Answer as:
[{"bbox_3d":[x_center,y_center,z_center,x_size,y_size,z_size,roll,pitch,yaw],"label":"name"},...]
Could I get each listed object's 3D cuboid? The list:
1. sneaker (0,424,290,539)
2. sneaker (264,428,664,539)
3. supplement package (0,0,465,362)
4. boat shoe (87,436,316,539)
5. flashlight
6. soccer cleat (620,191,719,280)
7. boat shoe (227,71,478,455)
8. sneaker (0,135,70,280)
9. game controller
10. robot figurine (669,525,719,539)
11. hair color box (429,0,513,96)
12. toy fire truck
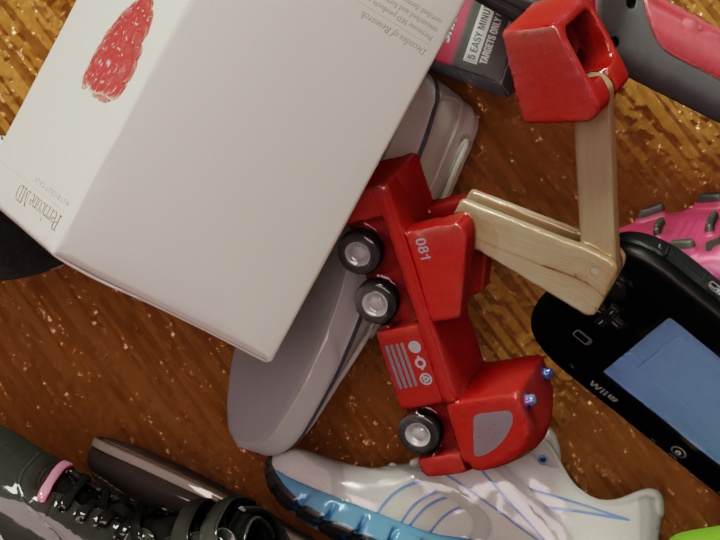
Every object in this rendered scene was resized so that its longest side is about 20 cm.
[{"bbox_3d":[-0.102,0.118,1.055,0.200,0.071,0.099,44,118,-5],"label":"sneaker"},{"bbox_3d":[0.053,0.108,1.105,0.198,0.075,0.087,18,82,2],"label":"sneaker"},{"bbox_3d":[-0.060,-0.085,1.008,0.119,0.121,0.201,27,92,-30],"label":"supplement package"},{"bbox_3d":[-0.052,0.145,1.114,0.199,0.067,0.057,26,88,4],"label":"boat shoe"},{"bbox_3d":[0.146,-0.114,1.060,0.199,0.068,0.068,23,59,-16],"label":"flashlight"},{"bbox_3d":[0.212,0.010,1.080,0.198,0.070,0.087,-4,114,16],"label":"soccer cleat"},{"bbox_3d":[0.000,0.000,1.105,0.065,0.072,0.202,27,79,-35],"label":"boat shoe"},{"bbox_3d":[-0.120,-0.035,1.125,0.200,0.108,0.068,-3,104,-27],"label":"sneaker"},{"bbox_3d":[0.172,0.063,1.062,0.200,0.042,0.104,39,135,-3],"label":"game controller"},{"bbox_3d":[0.188,0.203,1.016,0.115,0.201,0.177,-7,129,-1],"label":"robot figurine"},{"bbox_3d":[-0.007,-0.165,1.116,0.198,0.061,0.100,19,91,8],"label":"hair color box"},{"bbox_3d":[0.065,-0.010,1.018,0.140,0.049,0.202,-11,108,26],"label":"toy fire truck"}]
